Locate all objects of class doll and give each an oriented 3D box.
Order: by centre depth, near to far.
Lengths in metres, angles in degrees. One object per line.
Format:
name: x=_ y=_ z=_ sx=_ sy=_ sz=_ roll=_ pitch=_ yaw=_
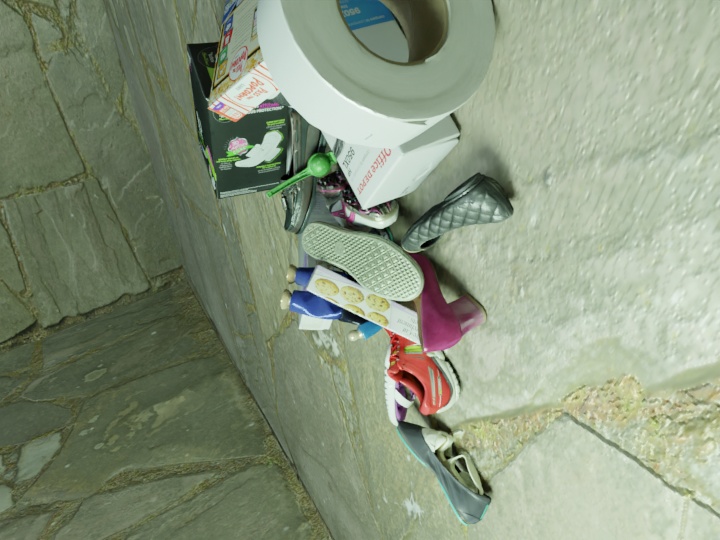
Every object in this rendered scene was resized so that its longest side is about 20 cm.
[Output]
doll: x=-0.011 y=0.036 z=0.785 sx=0.048 sy=0.200 sz=0.137 roll=102 pitch=180 yaw=-74

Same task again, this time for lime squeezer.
lime squeezer: x=-0.048 y=-0.154 z=0.790 sx=0.038 sy=0.200 sz=0.071 roll=50 pitch=-144 yaw=-42

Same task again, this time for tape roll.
tape roll: x=0.015 y=-0.213 z=0.459 sx=0.071 sy=0.202 sz=0.203 roll=-14 pitch=99 yaw=66

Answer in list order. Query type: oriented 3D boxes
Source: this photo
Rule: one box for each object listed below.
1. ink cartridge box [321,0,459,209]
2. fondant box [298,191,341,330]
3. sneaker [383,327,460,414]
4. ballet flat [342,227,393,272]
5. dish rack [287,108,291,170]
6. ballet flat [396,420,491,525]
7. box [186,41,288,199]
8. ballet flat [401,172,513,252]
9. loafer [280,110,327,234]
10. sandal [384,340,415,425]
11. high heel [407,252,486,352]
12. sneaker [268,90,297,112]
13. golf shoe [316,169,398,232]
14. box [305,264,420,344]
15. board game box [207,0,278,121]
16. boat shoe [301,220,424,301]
ink cartridge box: x=0.012 y=-0.196 z=0.630 sx=0.200 sy=0.084 sz=0.145 roll=62 pitch=157 yaw=9
fondant box: x=-0.074 y=-0.016 z=0.915 sx=0.144 sy=0.058 sz=0.200 roll=113 pitch=155 yaw=-60
sneaker: x=0.070 y=0.127 z=0.807 sx=0.200 sy=0.085 sz=0.077 roll=55 pitch=154 yaw=24
ballet flat: x=0.000 y=0.000 z=0.861 sx=0.072 sy=0.072 sz=0.200 roll=58 pitch=155 yaw=19
dish rack: x=-0.176 y=-0.277 z=1.010 sx=0.172 sy=0.044 sz=0.200 roll=56 pitch=154 yaw=24
ballet flat: x=0.140 y=0.311 z=0.865 sx=0.200 sy=0.073 sz=0.073 roll=50 pitch=152 yaw=34
box: x=-0.197 y=-0.244 z=0.858 sx=0.200 sy=0.124 sz=0.149 roll=104 pitch=147 yaw=-52
ballet flat: x=0.099 y=-0.050 z=0.608 sx=0.057 sy=0.066 sz=0.200 roll=49 pitch=159 yaw=-2
loafer: x=-0.103 y=-0.157 z=0.845 sx=0.072 sy=0.063 sz=0.200 roll=41 pitch=120 yaw=56
sandal: x=0.074 y=0.203 z=0.909 sx=0.050 sy=0.083 sz=0.203 roll=4 pitch=135 yaw=16
high heel: x=0.068 y=0.037 z=0.713 sx=0.200 sy=0.096 sz=0.067 roll=44 pitch=148 yaw=42
sneaker: x=-0.088 y=-0.309 z=0.761 sx=0.073 sy=0.112 sz=0.200 roll=-18 pitch=62 yaw=41
golf shoe: x=0.006 y=-0.090 z=0.771 sx=0.200 sy=0.073 sz=0.092 roll=40 pitch=156 yaw=60
box: x=0.020 y=0.052 z=0.742 sx=0.200 sy=0.041 sz=0.039 roll=27 pitch=175 yaw=-5
board game box: x=-0.130 y=-0.315 z=0.685 sx=0.151 sy=0.046 sz=0.200 roll=-14 pitch=65 yaw=45
boat shoe: x=0.008 y=-0.017 z=0.725 sx=0.200 sy=0.062 sz=0.075 roll=25 pitch=101 yaw=33
